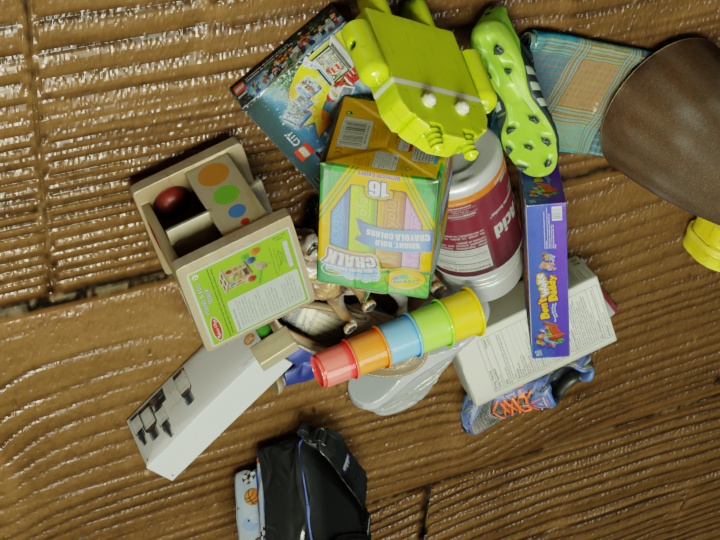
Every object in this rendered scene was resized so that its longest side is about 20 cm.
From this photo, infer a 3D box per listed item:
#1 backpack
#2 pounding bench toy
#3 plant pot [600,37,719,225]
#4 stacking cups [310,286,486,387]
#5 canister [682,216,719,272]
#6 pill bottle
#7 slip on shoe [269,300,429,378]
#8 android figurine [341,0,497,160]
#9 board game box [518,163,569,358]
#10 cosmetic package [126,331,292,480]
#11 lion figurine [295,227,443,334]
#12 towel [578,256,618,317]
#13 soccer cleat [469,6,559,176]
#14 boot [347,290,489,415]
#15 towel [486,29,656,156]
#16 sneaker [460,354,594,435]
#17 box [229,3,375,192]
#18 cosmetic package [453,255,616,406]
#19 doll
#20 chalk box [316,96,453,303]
[{"bbox_3d":[-0.064,0.316,1.894,0.153,0.201,0.190,-15,153,26],"label":"backpack"},{"bbox_3d":[-0.137,-0.008,1.572,0.124,0.156,0.201,-26,137,-10],"label":"pounding bench toy"},{"bbox_3d":[0.411,-0.135,1.752,0.186,0.200,0.188,-23,140,-21],"label":"plant pot"},{"bbox_3d":[0.039,0.074,1.696,0.199,0.061,0.061,-17,135,-17],"label":"stacking cups"},{"bbox_3d":[0.517,-0.103,1.947,0.148,0.087,0.201,-1,127,-31],"label":"canister"},{"bbox_3d":[0.121,-0.062,1.714,0.114,0.114,0.201,-28,137,-7],"label":"pill bottle"},{"bbox_3d":[-0.014,0.073,1.729,0.199,0.061,0.077,23,93,-9],"label":"slip on shoe"},{"bbox_3d":[0.060,-0.192,1.496,0.181,0.201,0.041,10,140,-40],"label":"android figurine"},{"bbox_3d":[0.210,-0.020,1.740,0.044,0.135,0.201,-4,120,4],"label":"board game box"},{"bbox_3d":[-0.175,0.140,1.736,0.200,0.083,0.051,-45,137,10],"label":"cosmetic package"},{"bbox_3d":[0.000,0.000,1.721,0.199,0.123,0.073,-6,142,-49],"label":"lion figurine"},{"bbox_3d":[0.237,0.082,1.986,0.200,0.023,0.144,-39,138,4],"label":"towel"},{"bbox_3d":[0.172,-0.191,1.635,0.067,0.081,0.201,-6,129,27],"label":"soccer cleat"},{"bbox_3d":[0.077,0.099,1.820,0.199,0.074,0.096,-36,158,6],"label":"boot"},{"bbox_3d":[0.237,-0.199,1.733,0.199,0.022,0.147,4,126,-34],"label":"towel"},{"bbox_3d":[0.215,0.150,1.959,0.199,0.079,0.075,-35,138,-1],"label":"sneaker"},{"bbox_3d":[-0.027,-0.166,1.585,0.136,0.038,0.200,-38,138,5],"label":"box"},{"bbox_3d":[0.208,0.075,1.896,0.199,0.071,0.106,-23,118,-5],"label":"cosmetic package"},{"bbox_3d":[-0.013,0.085,1.812,0.199,0.049,0.137,-16,139,-20],"label":"doll"},{"bbox_3d":[0.026,-0.057,1.565,0.123,0.125,0.201,8,132,7],"label":"chalk box"}]
